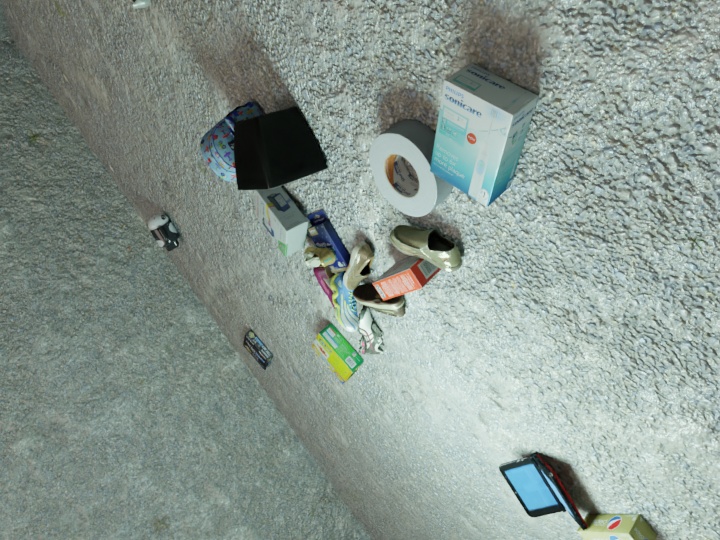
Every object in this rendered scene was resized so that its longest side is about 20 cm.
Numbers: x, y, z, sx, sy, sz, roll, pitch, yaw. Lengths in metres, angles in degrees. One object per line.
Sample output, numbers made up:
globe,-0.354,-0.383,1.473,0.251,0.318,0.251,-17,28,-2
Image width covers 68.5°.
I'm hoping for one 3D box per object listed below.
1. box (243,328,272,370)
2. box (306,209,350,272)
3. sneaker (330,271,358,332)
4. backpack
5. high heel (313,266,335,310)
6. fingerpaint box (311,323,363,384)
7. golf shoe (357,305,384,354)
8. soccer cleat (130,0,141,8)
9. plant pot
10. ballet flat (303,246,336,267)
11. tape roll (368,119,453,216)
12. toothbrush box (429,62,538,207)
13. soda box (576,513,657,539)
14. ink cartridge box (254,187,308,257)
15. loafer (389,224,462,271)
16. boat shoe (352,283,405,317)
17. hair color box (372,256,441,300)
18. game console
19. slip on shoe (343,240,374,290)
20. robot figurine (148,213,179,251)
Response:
box,-0.578,0.446,2.971,0.200,0.049,0.199,47,152,9
box,-0.103,-0.088,1.674,0.120,0.032,0.203,-9,114,59
sneaker,-0.043,0.089,1.689,0.105,0.074,0.204,-53,51,50
backpack,-0.362,-0.373,1.560,0.185,0.199,0.134,57,151,-9
high heel,-0.099,0.071,1.817,0.095,0.067,0.204,3,115,56
fingerpaint box,-0.092,0.328,2.082,0.200,0.073,0.168,47,151,11
golf shoe,0.036,0.199,1.770,0.086,0.078,0.203,7,131,17
soccer cleat,-0.723,-0.902,1.629,0.202,0.077,0.069,54,152,-3
plant pot,-0.237,-0.334,1.441,0.197,0.198,0.181,9,120,52
ballet flat,-0.148,-0.040,1.697,0.070,0.063,0.199,59,154,-14
tape roll,0.110,-0.223,1.166,0.199,0.066,0.203,36,147,27
toothbrush box,0.217,-0.244,0.963,0.146,0.085,0.202,38,147,25
soda box,0.658,0.680,1.370,0.068,0.064,0.200,48,151,6
ink cartridge box,-0.263,-0.171,1.734,0.201,0.086,0.146,54,153,21
loafer,0.158,-0.069,1.267,0.197,0.076,0.069,25,142,25
boat shoe,0.056,0.100,1.607,0.200,0.075,0.076,17,142,47
hair color box,0.122,0.011,1.375,0.062,0.101,0.199,54,153,-7
game console,0.504,0.628,1.472,0.202,0.118,0.172,56,179,-9
slip on shoe,0.000,0.000,1.577,0.060,0.076,0.202,40,140,20
robot figurine,-1.067,-0.210,2.884,0.148,0.125,0.203,-8,118,39
